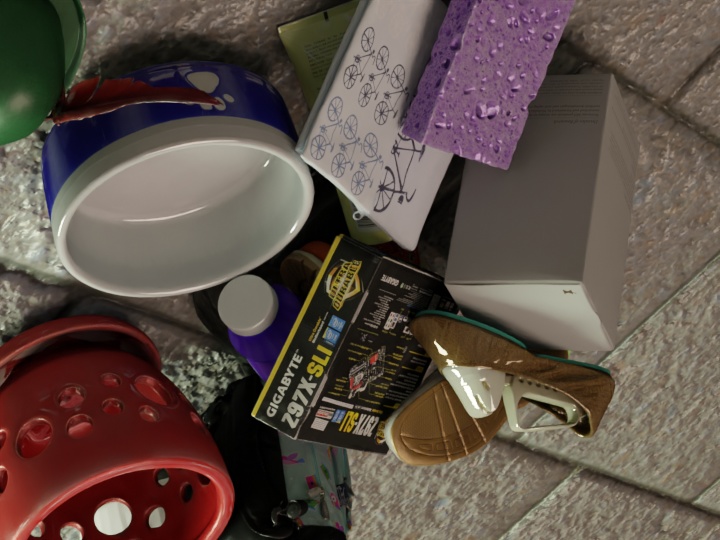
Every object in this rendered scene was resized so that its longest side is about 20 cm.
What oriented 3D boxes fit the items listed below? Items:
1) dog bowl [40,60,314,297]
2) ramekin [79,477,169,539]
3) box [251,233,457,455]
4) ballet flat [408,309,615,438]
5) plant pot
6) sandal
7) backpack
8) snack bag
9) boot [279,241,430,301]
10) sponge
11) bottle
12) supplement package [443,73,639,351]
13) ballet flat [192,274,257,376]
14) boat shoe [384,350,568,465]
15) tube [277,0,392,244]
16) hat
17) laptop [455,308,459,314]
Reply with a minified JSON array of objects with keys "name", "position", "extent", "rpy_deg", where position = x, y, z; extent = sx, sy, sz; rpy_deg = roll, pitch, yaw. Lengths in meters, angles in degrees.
[{"name":"dog bowl","position":[-0.140,-0.067,1.566],"extent":[0.200,0.079,0.200],"rpy_deg":[-13,149,-8]},{"name":"ramekin","position":[-0.166,0.260,1.920],"extent":[0.200,0.098,0.201],"rpy_deg":[-14,161,-5]},{"name":"box","position":[0.003,0.064,1.671],"extent":[0.160,0.049,0.200],"rpy_deg":[-63,157,3]},{"name":"ballet flat","position":[0.124,0.093,1.690],"extent":[0.200,0.073,0.068],"rpy_deg":[21,159,-30]},{"name":"plant pot","position":[-0.227,0.155,1.710],"extent":[0.200,0.183,0.201],"rpy_deg":[-19,142,-16]},{"name":"sandal","position":[-0.007,-0.078,1.722],"extent":[0.200,0.043,0.076],"rpy_deg":[-47,152,13]},{"name":"backpack","position":[-0.082,0.195,1.797],"extent":[0.167,0.200,0.126],"rpy_deg":[-33,137,31]},{"name":"snack bag","position":[0.033,-0.127,1.608],"extent":[0.200,0.021,0.189],"rpy_deg":[43,65,-53]},{"name":"boot","position":[0.000,0.000,1.743],"extent":[0.107,0.075,0.200],"rpy_deg":[-51,158,-4]},{"name":"sponge","position":[0.110,-0.185,1.613],"extent":[0.111,0.030,0.200],"rpy_deg":[14,101,-47]},{"name":"bottle","position":[-0.062,0.060,1.702],"extent":[0.065,0.084,0.200],"rpy_deg":[-31,154,5]},{"name":"supplement package","position":[0.153,-0.048,1.710],"extent":[0.119,0.200,0.121],"rpy_deg":[0,151,20]},{"name":"ballet flat","position":[-0.098,0.040,1.797],"extent":[0.057,0.066,0.200],"rpy_deg":[-65,154,-23]},{"name":"boat shoe","position":[0.088,0.105,1.749],"extent":[0.200,0.069,0.071],"rpy_deg":[-28,110,-34]},{"name":"tube","position":[-0.005,-0.117,1.632],"extent":[0.058,0.052,0.200],"rpy_deg":[-49,134,-43]},{"name":"hat","position":[-0.233,-0.099,1.401],"extent":[0.165,0.176,0.200],"rpy_deg":[0,135,-36]},{"name":"laptop","position":[0.102,0.068,1.859],"extent":[0.200,0.103,0.177],"rpy_deg":[-61,166,11]}]
